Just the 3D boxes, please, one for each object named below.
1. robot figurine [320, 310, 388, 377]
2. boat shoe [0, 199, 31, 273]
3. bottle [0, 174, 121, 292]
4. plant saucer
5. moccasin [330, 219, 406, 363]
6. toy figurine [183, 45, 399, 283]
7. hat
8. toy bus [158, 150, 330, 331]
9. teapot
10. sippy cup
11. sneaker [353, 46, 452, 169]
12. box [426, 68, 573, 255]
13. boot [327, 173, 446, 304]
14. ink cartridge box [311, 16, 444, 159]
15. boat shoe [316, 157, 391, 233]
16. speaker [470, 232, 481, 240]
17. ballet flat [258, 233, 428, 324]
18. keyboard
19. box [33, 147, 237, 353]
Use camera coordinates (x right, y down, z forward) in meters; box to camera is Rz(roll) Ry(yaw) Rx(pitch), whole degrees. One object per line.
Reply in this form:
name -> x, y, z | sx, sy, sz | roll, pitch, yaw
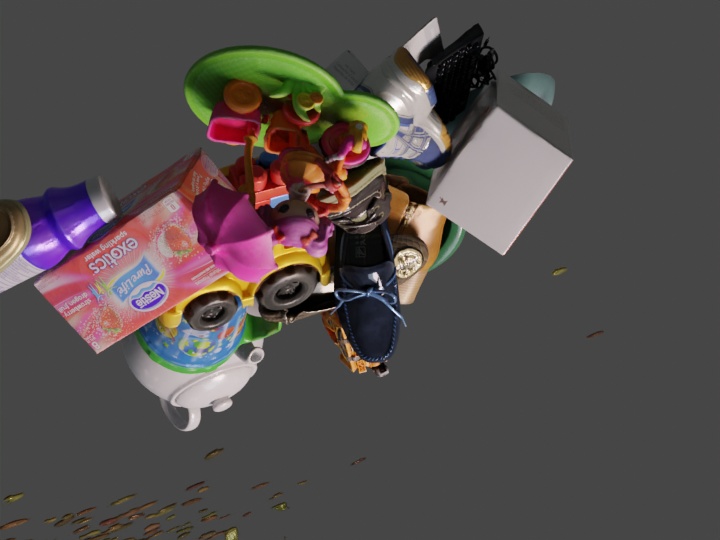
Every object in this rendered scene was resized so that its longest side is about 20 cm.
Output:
robot figurine -> -0.022, 0.047, 1.993 | 0.058, 0.200, 0.146 | -22, 127, -10
boat shoe -> -0.400, -0.011, 1.509 | 0.199, 0.074, 0.063 | -25, 167, 6
bottle -> -0.327, -0.029, 1.572 | 0.199, 0.066, 0.084 | -26, 162, 8
plant saucer -> 0.142, -0.161, 1.891 | 0.199, 0.036, 0.200 | -22, 165, -6
moccasin -> 0.000, 0.000, 1.743 | 0.080, 0.201, 0.068 | -11, 178, -3
toy figurine -> -0.071, -0.074, 1.436 | 0.199, 0.185, 0.150 | 12, 150, -9
hat -> 0.032, -0.097, 1.939 | 0.199, 0.166, 0.176 | -28, -153, 20
toy bus -> -0.132, -0.048, 1.709 | 0.199, 0.136, 0.192 | -17, 150, -15
teapot -> -0.203, 0.113, 2.082 | 0.197, 0.147, 0.200 | -26, 166, 8
sippy cup -> -0.183, 0.034, 1.852 | 0.177, 0.140, 0.130 | -24, 167, -25
sneaker -> 0.030, -0.143, 1.586 | 0.088, 0.075, 0.200 | -36, 155, -2
box -> 0.145, -0.117, 1.701 | 0.125, 0.097, 0.200 | -55, -175, 18
boot -> -0.008, -0.046, 1.835 | 0.200, 0.071, 0.145 | 11, 118, -9
ink cartridge box -> 0.010, -0.172, 1.646 | 0.174, 0.044, 0.200 | -44, 165, -4
boat shoe -> 0.000, -0.069, 1.585 | 0.073, 0.065, 0.200 | -18, -173, 14
speaker -> 0.176, -0.104, 1.912 | 0.081, 0.082, 0.200 | -19, 164, -16
ballet flat -> -0.018, 0.015, 1.799 | 0.199, 0.046, 0.068 | -18, 121, 1
keyboard -> 0.106, -0.189, 1.685 | 0.104, 0.040, 0.200 | -41, 170, -12
box -> -0.210, -0.017, 1.613 | 0.199, 0.103, 0.095 | -30, -159, 28
